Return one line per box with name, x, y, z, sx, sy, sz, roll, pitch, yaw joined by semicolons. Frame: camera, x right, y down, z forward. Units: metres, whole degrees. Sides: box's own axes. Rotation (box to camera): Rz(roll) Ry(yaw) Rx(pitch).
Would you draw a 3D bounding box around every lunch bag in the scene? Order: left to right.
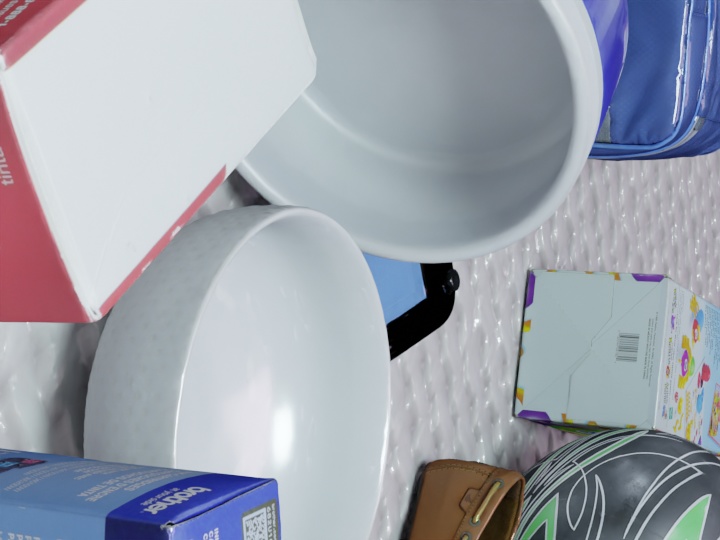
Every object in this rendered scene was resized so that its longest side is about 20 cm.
lunch bag;0.174;-0.173;1.257;0.132;0.135;0.202;-7;98;-63

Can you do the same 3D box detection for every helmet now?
helmet;0.164;0.201;1.224;0.200;0.198;0.193;-27;109;-60

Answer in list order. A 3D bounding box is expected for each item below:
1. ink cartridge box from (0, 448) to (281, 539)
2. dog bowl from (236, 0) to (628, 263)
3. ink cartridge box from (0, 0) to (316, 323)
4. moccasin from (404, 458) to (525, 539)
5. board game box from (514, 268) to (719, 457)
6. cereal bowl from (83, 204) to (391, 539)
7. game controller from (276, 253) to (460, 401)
ink cartridge box;-0.101;0.137;0.670;0.076;0.198;0.138;-15;106;-62
dog bowl;0.021;-0.107;0.889;0.079;0.198;0.201;-58;142;-46
ink cartridge box;-0.136;-0.058;0.580;0.147;0.198;0.083;-54;135;-48
moccasin;0.056;0.211;1.129;0.074;0.077;0.203;57;44;-50
board game box;0.196;0.069;1.366;0.200;0.102;0.106;23;72;-62
cereal bowl;-0.064;0.068;0.867;0.200;0.083;0.202;-16;107;-62
game controller;0.000;0.000;1.034;0.200;0.042;0.105;-30;120;-60
